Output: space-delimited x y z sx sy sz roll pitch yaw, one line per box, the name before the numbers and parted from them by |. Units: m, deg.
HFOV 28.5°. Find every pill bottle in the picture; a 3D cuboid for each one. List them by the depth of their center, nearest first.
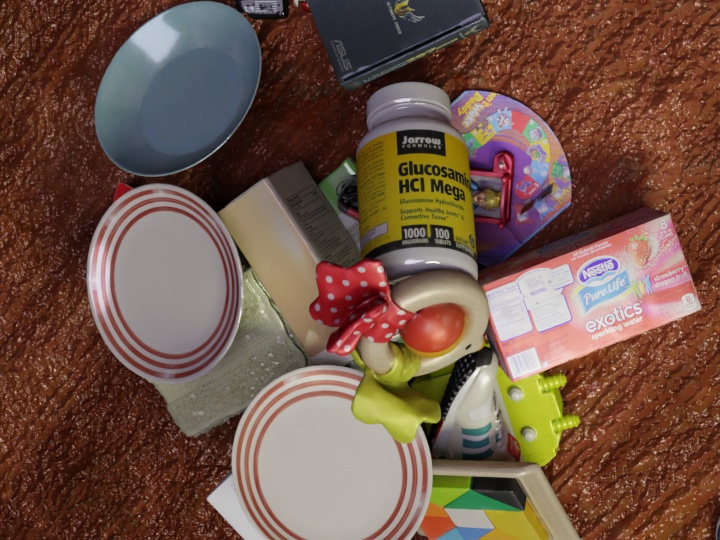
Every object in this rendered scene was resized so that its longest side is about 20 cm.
pill bottle | 0.052 -0.074 1.367 0.111 0.112 0.202 -11 65 17

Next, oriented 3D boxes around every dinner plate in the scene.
dinner plate | -0.027 0.189 1.353 0.200 0.201 0.024 38 151 2
dinner plate | -0.196 0.013 1.437 0.198 0.024 0.203 5 100 31

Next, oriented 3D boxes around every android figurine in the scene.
android figurine | 0.131 0.158 1.500 0.198 0.041 0.184 -14 100 20

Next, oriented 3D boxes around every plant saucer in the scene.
plant saucer | -0.181 -0.181 1.459 0.199 0.039 0.203 -11 63 23

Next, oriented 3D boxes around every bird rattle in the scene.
bird rattle | 0.039 0.049 1.308 0.162 0.113 0.201 -22 133 -8

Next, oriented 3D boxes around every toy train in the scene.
toy train | -0.034 -0.274 1.434 0.198 0.034 0.046 2 107 15

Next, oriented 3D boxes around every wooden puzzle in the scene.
wooden puzzle | 0.116 0.243 1.447 0.183 0.038 0.200 -2 149 25

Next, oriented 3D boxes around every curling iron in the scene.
curling iron | 0.062 -0.036 1.440 0.199 0.026 0.050 33 113 1

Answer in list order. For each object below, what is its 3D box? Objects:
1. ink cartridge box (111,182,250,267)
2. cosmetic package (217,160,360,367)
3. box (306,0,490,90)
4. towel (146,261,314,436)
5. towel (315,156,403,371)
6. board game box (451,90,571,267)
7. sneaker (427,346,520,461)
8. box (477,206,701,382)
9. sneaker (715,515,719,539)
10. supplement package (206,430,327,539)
ink cartridge box | -0.199 0.003 1.522 0.198 0.067 0.117 26 123 7
cosmetic package | -0.050 -0.003 1.443 0.071 0.105 0.201 -32 90 24
box | 0.018 -0.298 1.373 0.156 0.051 0.202 -22 85 11
towel | -0.150 0.086 1.484 0.199 0.037 0.149 -29 103 30
towel | 0.000 0.000 1.499 0.149 0.031 0.201 -36 90 23
board game box | 0.112 -0.082 1.441 0.200 0.039 0.158 -41 91 20
sneaker | 0.125 0.153 1.426 0.092 0.071 0.201 17 133 0
box | 0.214 0.020 1.382 0.198 0.095 0.104 -22 98 -1
sneaker | 0.404 0.352 1.422 0.076 0.146 0.204 -15 99 20
supplement package | -0.057 0.204 1.476 0.110 0.200 0.114 46 111 -1
